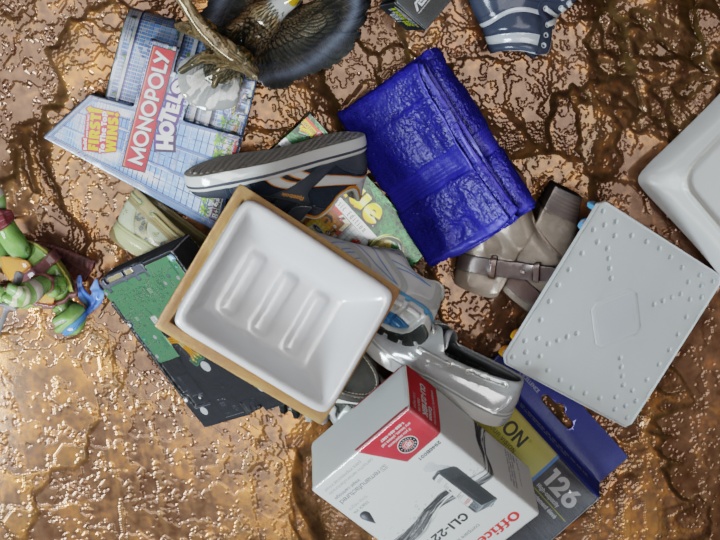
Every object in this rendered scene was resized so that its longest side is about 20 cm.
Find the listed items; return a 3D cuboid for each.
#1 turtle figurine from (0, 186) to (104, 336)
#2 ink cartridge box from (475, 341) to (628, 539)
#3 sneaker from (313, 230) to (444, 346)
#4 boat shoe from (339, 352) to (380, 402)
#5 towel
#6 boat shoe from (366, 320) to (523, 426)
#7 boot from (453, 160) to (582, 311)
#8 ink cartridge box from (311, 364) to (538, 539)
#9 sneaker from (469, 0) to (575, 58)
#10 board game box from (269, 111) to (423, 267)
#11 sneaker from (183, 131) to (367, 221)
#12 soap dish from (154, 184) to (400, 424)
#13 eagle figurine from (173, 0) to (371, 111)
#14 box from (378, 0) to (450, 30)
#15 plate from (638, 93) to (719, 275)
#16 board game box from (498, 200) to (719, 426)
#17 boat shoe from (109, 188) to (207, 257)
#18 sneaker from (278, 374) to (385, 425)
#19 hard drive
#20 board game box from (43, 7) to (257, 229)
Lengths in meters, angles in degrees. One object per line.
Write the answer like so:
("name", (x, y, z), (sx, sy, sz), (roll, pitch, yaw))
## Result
("turtle figurine", (-0.384, 0.009, 1.394), (0.199, 0.144, 0.195), (-31, 96, -2))
("ink cartridge box", (0.169, 0.212, 1.516), (0.200, 0.047, 0.198), (-42, 99, 6))
("sneaker", (0.000, 0.000, 1.441), (0.199, 0.087, 0.075), (31, 141, 7))
("boat shoe", (-0.052, 0.071, 1.406), (0.200, 0.057, 0.067), (43, 76, -14))
("towel", (0.074, -0.114, 1.410), (0.147, 0.050, 0.201), (-32, 90, 33))
("boat shoe", (0.083, 0.090, 1.450), (0.200, 0.072, 0.069), (34, 115, 16))
("boot", (0.139, -0.048, 1.462), (0.199, 0.070, 0.147), (27, 105, 0))
("ink cartridge box", (0.068, 0.219, 1.419), (0.200, 0.084, 0.144), (40, 111, -22))
("sneaker", (0.214, -0.290, 1.423), (0.199, 0.070, 0.109), (-16, 100, 1))
("board game box", (-0.025, -0.063, 1.468), (0.105, 0.023, 0.200), (-43, 100, 2))
("sneaker", (-0.081, -0.086, 1.390), (0.199, 0.078, 0.080), (-13, 110, -22))
("soap dish", (-0.082, 0.034, 1.324), (0.200, 0.081, 0.158), (33, 83, -21))
("eagle figurine", (-0.095, -0.257, 1.369), (0.150, 0.200, 0.152), (6, 123, 24))
("box", (0.104, -0.332, 1.363), (0.044, 0.160, 0.200), (39, 95, -11))
("plate", (0.436, -0.097, 1.478), (0.200, 0.032, 0.200), (-44, 98, -3))
("board game box", (0.272, 0.048, 1.473), (0.199, 0.026, 0.201), (28, 96, -29))
("boat shoe", (-0.167, -0.017, 1.439), (0.199, 0.073, 0.063), (27, 99, -7))
("sneaker", (-0.030, 0.130, 1.482), (0.199, 0.075, 0.082), (16, 78, -4))
("hard drive", (-0.170, 0.066, 1.411), (0.139, 0.038, 0.200), (-21, 111, 43))
("board game box", (-0.219, -0.165, 1.417), (0.199, 0.062, 0.201), (14, 98, -7))
